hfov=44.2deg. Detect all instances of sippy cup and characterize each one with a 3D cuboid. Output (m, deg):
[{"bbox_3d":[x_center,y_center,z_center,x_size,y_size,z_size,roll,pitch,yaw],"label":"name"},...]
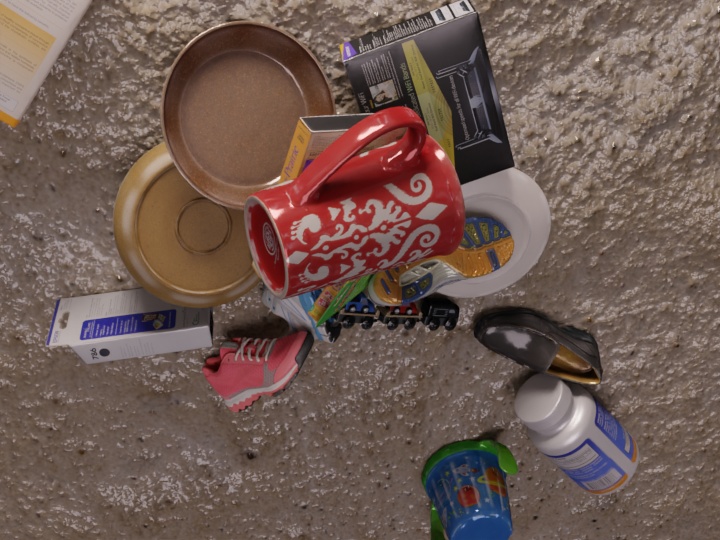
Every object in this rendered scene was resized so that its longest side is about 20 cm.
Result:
[{"bbox_3d":[0.170,0.354,1.349,0.137,0.131,0.180,-9,125,-2],"label":"sippy cup"}]

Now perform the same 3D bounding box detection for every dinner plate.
[{"bbox_3d":[0.153,-0.044,1.149,0.197,0.024,0.202,-4,125,-6],"label":"dinner plate"}]

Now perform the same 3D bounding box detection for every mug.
[{"bbox_3d":[-0.013,-0.072,0.905,0.198,0.133,0.180,-19,113,-22],"label":"mug"}]

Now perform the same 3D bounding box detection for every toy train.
[{"bbox_3d":[0.048,0.052,1.164,0.198,0.034,0.046,3,113,-30],"label":"toy train"}]

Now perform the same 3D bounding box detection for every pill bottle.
[{"bbox_3d":[0.315,0.236,1.305,0.112,0.113,0.200,-38,120,17],"label":"pill bottle"}]

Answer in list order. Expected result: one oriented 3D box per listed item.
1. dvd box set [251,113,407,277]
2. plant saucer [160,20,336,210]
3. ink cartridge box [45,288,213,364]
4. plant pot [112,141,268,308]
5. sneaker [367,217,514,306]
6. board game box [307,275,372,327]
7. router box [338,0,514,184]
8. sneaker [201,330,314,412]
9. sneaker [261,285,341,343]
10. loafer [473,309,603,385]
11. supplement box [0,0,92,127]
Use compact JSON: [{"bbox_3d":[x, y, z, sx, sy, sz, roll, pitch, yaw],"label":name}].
[{"bbox_3d":[-0.033,-0.083,0.993,0.145,0.029,0.202,-12,138,-38],"label":"dvd box set"},{"bbox_3d":[-0.123,-0.168,0.974,0.198,0.037,0.204,-3,97,-22],"label":"plant saucer"},{"bbox_3d":[-0.283,0.065,1.106,0.197,0.100,0.040,-6,126,-4],"label":"ink cartridge box"},{"bbox_3d":[-0.180,-0.052,1.009,0.197,0.027,0.203,-4,104,-16],"label":"plant pot"},{"bbox_3d":[0.096,-0.011,1.114,0.198,0.088,0.076,-18,85,-18],"label":"sneaker"},{"bbox_3d":[0.000,0.000,1.058,0.030,0.200,0.096,38,114,4],"label":"board game box"},{"bbox_3d":[0.080,-0.188,1.023,0.155,0.052,0.202,-18,124,4],"label":"router box"},{"bbox_3d":[-0.141,0.121,1.157,0.087,0.074,0.199,43,133,-16],"label":"sneaker"},{"bbox_3d":[-0.094,0.011,1.121,0.085,0.075,0.202,-6,119,21],"label":"sneaker"},{"bbox_3d":[0.253,0.108,1.234,0.197,0.073,0.073,12,122,-16],"label":"loafer"},{"bbox_3d":[-0.353,-0.266,0.892,0.125,0.074,0.200,31,114,-25],"label":"supplement box"}]
